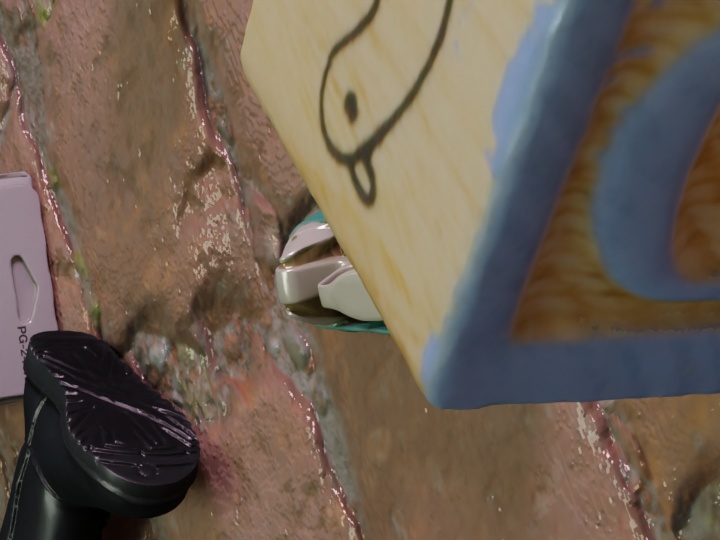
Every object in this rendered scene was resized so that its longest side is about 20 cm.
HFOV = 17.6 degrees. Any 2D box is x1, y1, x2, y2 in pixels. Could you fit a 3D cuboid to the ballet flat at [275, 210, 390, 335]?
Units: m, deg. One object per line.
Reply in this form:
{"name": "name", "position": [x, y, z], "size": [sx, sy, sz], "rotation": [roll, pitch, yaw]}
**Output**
{"name": "ballet flat", "position": [0.000, 0.000, 1.116], "size": [0.200, 0.070, 0.068], "rotation": [1, 98, 58]}

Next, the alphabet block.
{"name": "alphabet block", "position": [0.094, -0.091, 0.813], "size": [0.200, 0.195, 0.196], "rotation": [60, 140, 45]}

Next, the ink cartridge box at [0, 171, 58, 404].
{"name": "ink cartridge box", "position": [-0.283, 0.024, 1.552], "size": [0.200, 0.083, 0.146], "rotation": [-14, 85, 58]}

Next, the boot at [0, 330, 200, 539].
{"name": "boot", "position": [-0.162, 0.149, 1.393], "size": [0.200, 0.076, 0.169], "rotation": [41, 126, 55]}
